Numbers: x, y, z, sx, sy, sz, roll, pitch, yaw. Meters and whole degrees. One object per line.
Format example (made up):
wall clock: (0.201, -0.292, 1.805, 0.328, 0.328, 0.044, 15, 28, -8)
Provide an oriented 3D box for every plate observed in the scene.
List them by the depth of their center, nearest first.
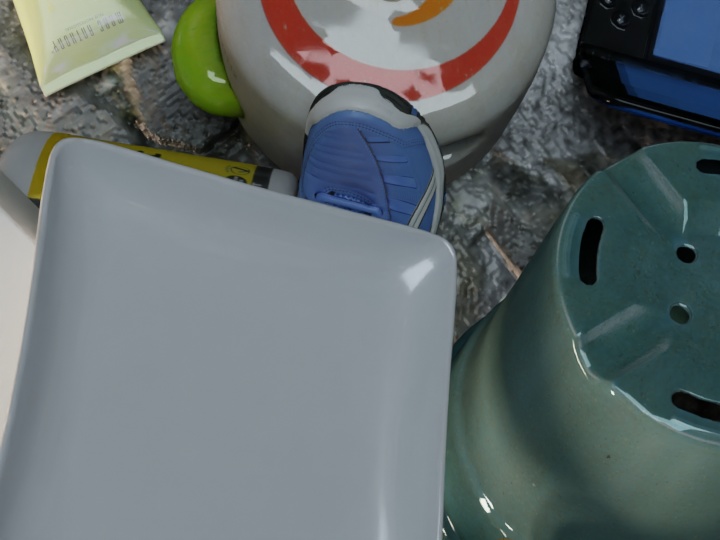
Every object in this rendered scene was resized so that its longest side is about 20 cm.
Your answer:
plate: (-0.055, 0.059, 0.609, 0.197, 0.032, 0.203, 14, 66, -20)

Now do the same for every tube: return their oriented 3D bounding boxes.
tube: (-0.187, -0.206, 0.813, 0.058, 0.052, 0.202, -28, 85, 33)

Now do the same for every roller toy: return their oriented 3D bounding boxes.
roller toy: (0.013, -0.142, 0.763, 0.182, 0.140, 0.201, 37, 78, 4)

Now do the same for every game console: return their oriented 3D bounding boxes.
game console: (0.228, -0.131, 0.784, 0.197, 0.118, 0.173, 15, 78, -1)

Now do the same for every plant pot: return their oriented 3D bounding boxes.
plant pot: (0.139, 0.054, 0.676, 0.197, 0.197, 0.203, 3, 61, -6)

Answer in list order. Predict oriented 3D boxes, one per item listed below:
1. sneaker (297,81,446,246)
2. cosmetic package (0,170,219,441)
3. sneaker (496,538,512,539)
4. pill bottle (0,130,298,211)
sneaker: (0.000, 0.000, 0.704, 0.075, 0.202, 0.077, 7, 40, 9)
cosmetic package: (-0.168, 0.035, 0.651, 0.200, 0.081, 0.113, 44, 91, -6)
sneaker: (0.058, 0.212, 0.679, 0.086, 0.202, 0.076, -9, 38, 6)
pill bottle: (-0.136, -0.012, 0.743, 0.197, 0.111, 0.113, 8, 78, -1)
